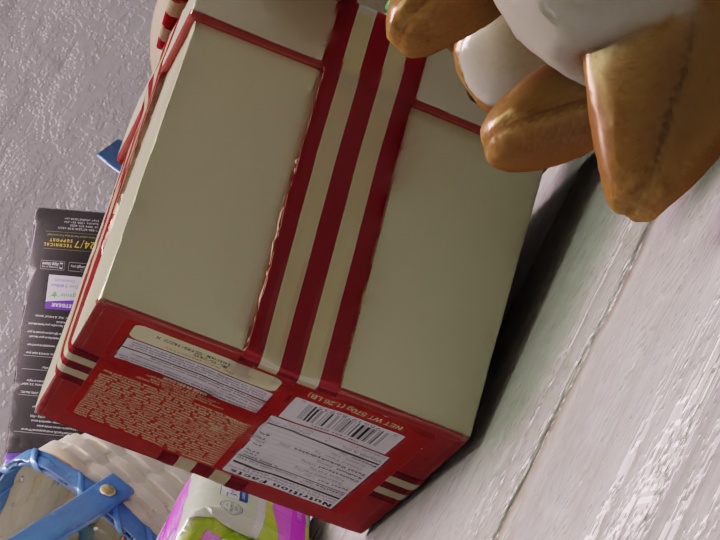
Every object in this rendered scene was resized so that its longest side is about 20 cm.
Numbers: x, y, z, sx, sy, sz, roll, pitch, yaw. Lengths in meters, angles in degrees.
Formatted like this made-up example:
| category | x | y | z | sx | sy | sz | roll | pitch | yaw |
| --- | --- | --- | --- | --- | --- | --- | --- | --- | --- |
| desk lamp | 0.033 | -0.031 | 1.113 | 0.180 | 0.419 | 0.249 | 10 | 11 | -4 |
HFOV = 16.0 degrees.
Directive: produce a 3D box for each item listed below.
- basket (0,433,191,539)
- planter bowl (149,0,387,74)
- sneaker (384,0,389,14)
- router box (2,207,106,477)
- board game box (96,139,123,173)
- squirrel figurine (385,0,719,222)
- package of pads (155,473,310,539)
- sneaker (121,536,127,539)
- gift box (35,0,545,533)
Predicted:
| category | x | y | z | sx | sy | sz | roll | pitch | yaw |
| --- | --- | --- | --- | --- | --- | --- | --- | --- | --- |
| basket | -0.159 | 0.178 | 1.371 | 0.200 | 0.139 | 0.177 | -31 | -28 | -44 |
| planter bowl | -0.034 | -0.122 | 1.618 | 0.201 | 0.200 | 0.135 | -59 | 14 | 17 |
| sneaker | 0.067 | -0.153 | 1.448 | 0.200 | 0.078 | 0.085 | -69 | 24 | 16 |
| router box | -0.148 | 0.055 | 1.559 | 0.200 | 0.052 | 0.158 | 26 | -111 | -73 |
| board game box | -0.090 | -0.019 | 1.513 | 0.039 | 0.158 | 0.200 | -60 | 4 | 6 |
| squirrel figurine | 0.103 | -0.119 | 0.893 | 0.200 | 0.141 | 0.187 | -47 | -5 | -2 |
| package of pads | -0.093 | 0.192 | 1.230 | 0.200 | 0.068 | 0.155 | -61 | 5 | 8 |
| sneaker | -0.158 | 0.218 | 1.566 | 0.200 | 0.082 | 0.078 | -61 | 7 | 16 |
| gift box | -0.014 | -0.019 | 1.066 | 0.200 | 0.184 | 0.187 | -41 | 29 | 62 |
